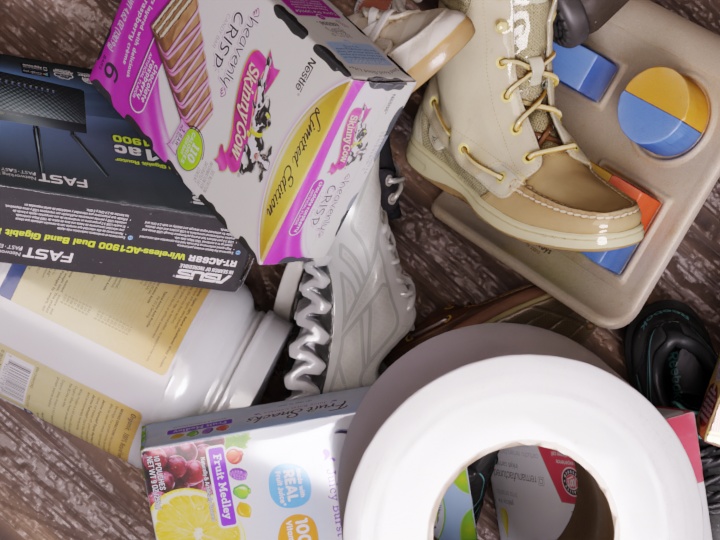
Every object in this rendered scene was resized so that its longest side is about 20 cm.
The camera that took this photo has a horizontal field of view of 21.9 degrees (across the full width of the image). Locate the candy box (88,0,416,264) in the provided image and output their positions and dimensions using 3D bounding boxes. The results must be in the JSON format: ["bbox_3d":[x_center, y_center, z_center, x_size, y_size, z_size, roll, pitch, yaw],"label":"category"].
[{"bbox_3d":[-0.072,-0.117,1.143,0.200,0.061,0.137,45,121,31],"label":"candy box"}]

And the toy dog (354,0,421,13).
[{"bbox_3d":[-0.024,-0.206,1.259,0.199,0.096,0.133,-4,87,-9],"label":"toy dog"}]

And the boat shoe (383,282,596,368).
[{"bbox_3d":[0.068,0.050,1.267,0.199,0.068,0.072,-29,136,11],"label":"boat shoe"}]

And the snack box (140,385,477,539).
[{"bbox_3d":[-0.030,0.154,1.176,0.199,0.053,0.143,-9,105,-1],"label":"snack box"}]

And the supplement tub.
[{"bbox_3d":[-0.159,0.047,1.247,0.199,0.144,0.145,27,96,1],"label":"supplement tub"}]

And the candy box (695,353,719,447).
[{"bbox_3d":[0.299,0.030,1.171,0.115,0.055,0.201,19,96,1],"label":"candy box"}]

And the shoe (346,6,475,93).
[{"bbox_3d":[-0.015,-0.126,1.165,0.199,0.070,0.053,-19,117,41],"label":"shoe"}]

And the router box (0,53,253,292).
[{"bbox_3d":[-0.174,-0.066,1.200,0.199,0.150,0.062,7,128,-21],"label":"router box"}]

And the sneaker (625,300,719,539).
[{"bbox_3d":[0.225,0.122,1.257,0.075,0.079,0.201,-19,95,0],"label":"sneaker"}]

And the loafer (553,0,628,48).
[{"bbox_3d":[0.122,-0.241,1.233,0.071,0.073,0.201,-22,75,-8],"label":"loafer"}]

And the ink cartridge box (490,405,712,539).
[{"bbox_3d":[0.163,0.194,1.232,0.083,0.145,0.201,-11,94,-26],"label":"ink cartridge box"}]

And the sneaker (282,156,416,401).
[{"bbox_3d":[0.000,0.000,1.198,0.081,0.075,0.201,9,111,3],"label":"sneaker"}]

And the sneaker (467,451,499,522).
[{"bbox_3d":[0.051,0.141,1.259,0.075,0.079,0.200,46,117,28],"label":"sneaker"}]

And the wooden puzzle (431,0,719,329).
[{"bbox_3d":[0.150,-0.087,1.217,0.185,0.046,0.201,36,95,40],"label":"wooden puzzle"}]

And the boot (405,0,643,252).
[{"bbox_3d":[0.107,-0.109,1.150,0.072,0.200,0.156,-9,118,-33],"label":"boot"}]

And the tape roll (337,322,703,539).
[{"bbox_3d":[0.087,0.138,1.076,0.201,0.139,0.204,0,95,-1],"label":"tape roll"}]

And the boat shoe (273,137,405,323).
[{"bbox_3d":[-0.001,-0.045,1.254,0.060,0.074,0.201,22,107,6],"label":"boat shoe"}]
